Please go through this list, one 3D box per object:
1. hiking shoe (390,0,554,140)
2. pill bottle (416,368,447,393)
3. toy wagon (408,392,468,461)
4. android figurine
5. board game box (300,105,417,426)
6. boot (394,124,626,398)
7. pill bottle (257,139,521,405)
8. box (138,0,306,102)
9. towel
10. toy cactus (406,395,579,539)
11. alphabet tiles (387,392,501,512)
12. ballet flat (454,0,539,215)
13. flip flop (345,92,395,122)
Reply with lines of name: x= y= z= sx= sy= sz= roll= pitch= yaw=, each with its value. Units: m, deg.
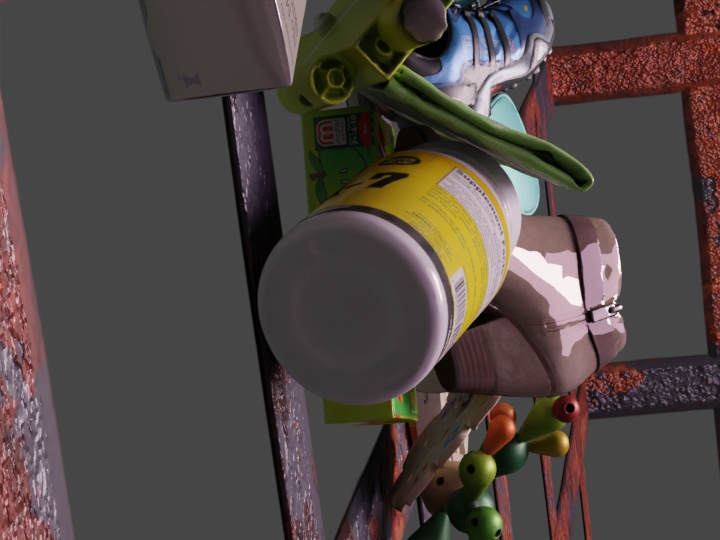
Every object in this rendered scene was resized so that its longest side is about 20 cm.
hiking shoe: x=0.078 y=-0.164 z=1.664 sx=0.087 sy=0.074 sz=0.200 roll=62 pitch=38 yaw=-24
pill bottle: x=0.063 y=0.008 z=1.726 sx=0.200 sy=0.111 sz=0.113 roll=-65 pitch=148 yaw=-71
toy wagon: x=0.070 y=0.105 z=1.932 sx=0.200 sy=0.039 sz=0.157 roll=31 pitch=55 yaw=-79
android figurine: x=0.018 y=-0.166 z=1.449 sx=0.041 sy=0.182 sz=0.200 roll=43 pitch=-15 yaw=-16
board game box: x=0.000 y=0.000 z=1.546 sx=0.102 sy=0.047 sz=0.202 roll=24 pitch=61 yaw=-78
boot: x=0.104 y=-0.011 z=1.558 sx=0.070 sy=0.145 sz=0.202 roll=11 pitch=-66 yaw=58
pill bottle: x=0.024 y=-0.006 z=1.394 sx=0.200 sy=0.113 sz=0.115 roll=-43 pitch=128 yaw=-63
box: x=-0.064 y=-0.176 z=1.203 sx=0.201 sy=0.068 sz=0.083 roll=-84 pitch=165 yaw=-51
towel: x=0.064 y=-0.099 z=1.498 sx=0.031 sy=0.148 sz=0.200 roll=-64 pitch=-167 yaw=2
toy cactus: x=0.084 y=0.168 z=1.685 sx=0.201 sy=0.102 sz=0.165 roll=-62 pitch=-166 yaw=0
alphabet tiles: x=0.087 y=0.086 z=1.696 sx=0.200 sy=0.015 sz=0.196 roll=-52 pitch=-176 yaw=28
ballet flat: x=0.079 y=-0.130 z=1.783 sx=0.068 sy=0.068 sz=0.201 roll=-40 pitch=119 yaw=-47
flip flop: x=0.020 y=-0.138 z=1.712 sx=0.200 sy=0.057 sz=0.082 roll=-41 pitch=125 yaw=-78
